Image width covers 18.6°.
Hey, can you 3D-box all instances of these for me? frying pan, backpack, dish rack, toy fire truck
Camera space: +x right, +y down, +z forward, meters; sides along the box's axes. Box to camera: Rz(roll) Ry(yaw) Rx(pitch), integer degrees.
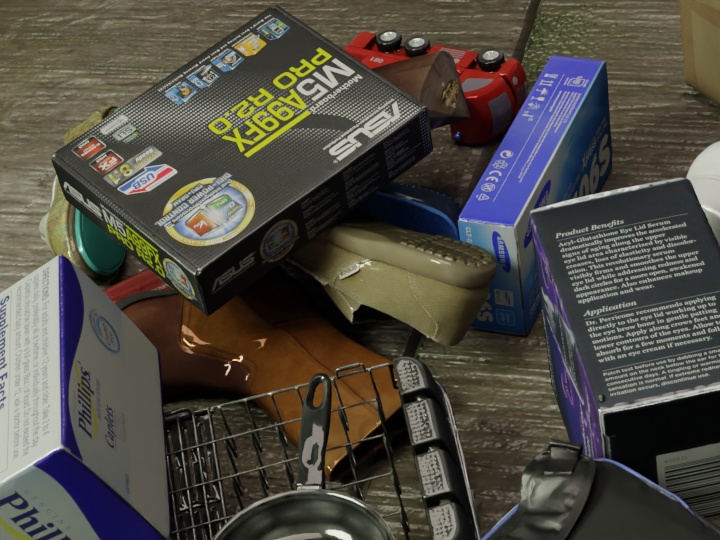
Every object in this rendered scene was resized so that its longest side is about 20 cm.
[{"bbox_3d":[-0.045,0.148,1.260,0.115,0.031,0.190,-19,44,-5],"label":"frying pan"},{"bbox_3d":[0.115,0.205,1.137,0.190,0.154,0.200,-26,33,-32],"label":"backpack"},{"bbox_3d":[-0.035,0.135,1.320,0.200,0.055,0.154,-14,52,3],"label":"dish rack"},{"bbox_3d":[0.011,-0.124,1.671,0.200,0.049,0.141,14,44,27],"label":"toy fire truck"}]

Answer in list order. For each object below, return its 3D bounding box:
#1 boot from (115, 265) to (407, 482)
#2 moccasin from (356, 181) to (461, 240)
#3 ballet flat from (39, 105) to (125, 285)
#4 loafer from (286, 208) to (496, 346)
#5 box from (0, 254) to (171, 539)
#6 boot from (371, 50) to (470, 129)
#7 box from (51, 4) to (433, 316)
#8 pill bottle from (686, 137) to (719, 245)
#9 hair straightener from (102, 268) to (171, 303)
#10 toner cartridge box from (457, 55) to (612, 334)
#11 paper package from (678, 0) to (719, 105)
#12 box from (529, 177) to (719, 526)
[{"bbox_3d":[-0.076,0.084,1.433,0.188,0.069,0.200,-26,47,-31],"label":"boot"},{"bbox_3d":[-0.017,-0.050,1.558,0.200,0.081,0.068,8,36,21],"label":"moccasin"},{"bbox_3d":[-0.204,-0.047,1.620,0.071,0.071,0.200,-4,38,8],"label":"ballet flat"},{"bbox_3d":[0.000,0.000,1.455,0.200,0.068,0.076,18,13,42],"label":"loafer"},{"bbox_3d":[-0.221,0.122,1.304,0.200,0.105,0.184,-32,34,16],"label":"box"},{"bbox_3d":[-0.031,-0.095,1.527,0.200,0.064,0.186,-5,29,20],"label":"boot"},{"bbox_3d":[-0.078,-0.077,1.452,0.200,0.044,0.160,-36,51,-21],"label":"box"},{"bbox_3d":[0.289,-0.056,1.464,0.114,0.114,0.200,26,50,38],"label":"pill bottle"},{"bbox_3d":[-0.192,0.051,1.497,0.200,0.041,0.077,-34,0,-33],"label":"hair straightener"},{"bbox_3d":[0.124,-0.055,1.518,0.043,0.095,0.200,8,41,22],"label":"toner cartridge box"},{"bbox_3d":[0.331,-0.227,1.604,0.190,0.200,0.103,-27,40,-19],"label":"paper package"},{"bbox_3d":[0.175,0.065,1.308,0.104,0.148,0.200,-12,36,-1],"label":"box"}]
